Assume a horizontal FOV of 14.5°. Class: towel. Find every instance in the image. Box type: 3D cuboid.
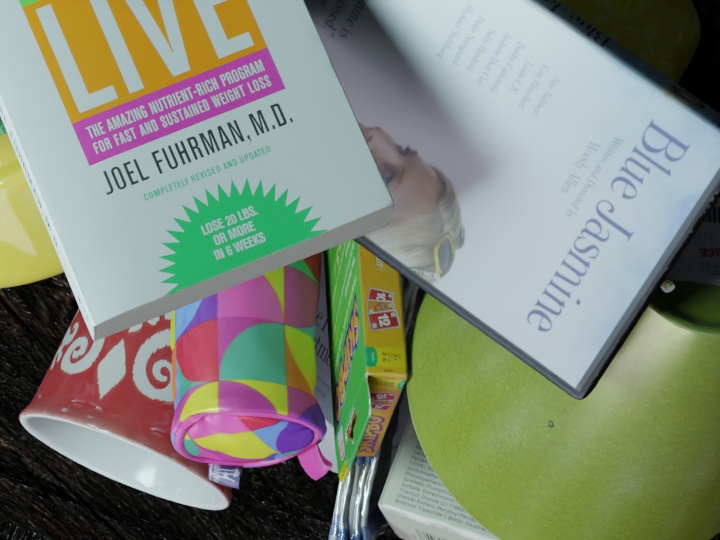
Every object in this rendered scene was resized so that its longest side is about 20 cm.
[{"bbox_3d":[0.018,0.054,1.543,0.024,0.201,0.147,11,-177,6],"label":"towel"}]

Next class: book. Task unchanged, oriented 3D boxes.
[{"bbox_3d":[-0.087,-0.087,1.162,0.048,0.133,0.201,112,135,-73],"label":"book"}]

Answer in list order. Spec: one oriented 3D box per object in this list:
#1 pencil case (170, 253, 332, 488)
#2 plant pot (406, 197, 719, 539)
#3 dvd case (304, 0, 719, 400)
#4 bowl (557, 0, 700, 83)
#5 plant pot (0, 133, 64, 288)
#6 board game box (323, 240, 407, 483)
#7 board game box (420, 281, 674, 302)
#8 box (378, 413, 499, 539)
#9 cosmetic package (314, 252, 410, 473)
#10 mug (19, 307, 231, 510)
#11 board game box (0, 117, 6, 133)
[{"bbox_3d":[-0.059,0.009,1.473,0.088,0.201,0.089,-2,154,-1],"label":"pencil case"},{"bbox_3d":[0.131,0.021,1.301,0.186,0.188,0.200,23,156,-1],"label":"plant pot"},{"bbox_3d":[0.048,-0.055,1.190,0.200,0.143,0.018,35,-151,8],"label":"dvd case"},{"bbox_3d":[0.042,-0.091,1.265,0.199,0.108,0.200,21,164,6],"label":"bowl"},{"bbox_3d":[-0.182,-0.126,1.336,0.200,0.201,0.189,9,144,39],"label":"plant pot"},{"bbox_3d":[0.000,0.000,1.437,0.030,0.201,0.096,4,152,-8],"label":"board game box"},{"bbox_3d":[0.136,-0.002,1.453,0.199,0.105,0.023,19,-158,14],"label":"board game box"},{"bbox_3d":[0.082,0.055,1.519,0.082,0.201,0.068,18,164,16],"label":"box"},{"bbox_3d":[-0.006,0.018,1.614,0.051,0.152,0.200,12,162,28],"label":"cosmetic package"},{"bbox_3d":[-0.104,0.028,1.689,0.133,0.201,0.178,21,165,1],"label":"mug"},{"bbox_3d":[-0.143,-0.117,1.235,0.023,0.199,0.105,-130,25,-63],"label":"board game box"}]
